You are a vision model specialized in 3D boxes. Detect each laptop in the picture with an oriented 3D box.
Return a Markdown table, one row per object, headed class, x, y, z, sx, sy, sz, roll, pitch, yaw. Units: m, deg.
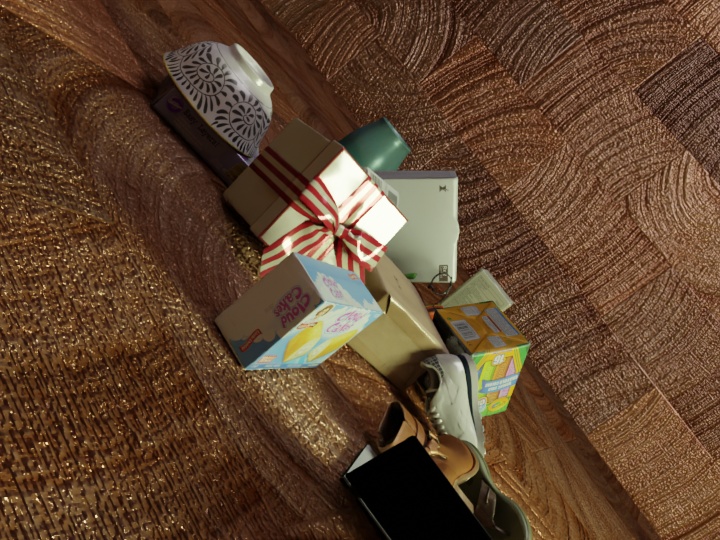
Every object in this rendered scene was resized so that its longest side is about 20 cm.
| class | x | y | z | sx | sy | sz | roll | pitch | yaw |
| --- | --- | --- | --- | --- | --- | --- | --- | --- | --- |
| laptop | 0.082 | 0.256 | 0.829 | 0.188 | 0.116 | 0.200 | 53 | 11 | 5 |

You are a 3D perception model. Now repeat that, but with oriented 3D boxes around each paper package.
| class | x | y | z | sx | sy | sz | roll | pitch | yaw |
| --- | --- | --- | --- | --- | --- | --- | --- | --- | --- |
| paper package | 0.032 | 0.060 | 1.271 | 0.191 | 0.103 | 0.200 | 44 | 13 | -35 |

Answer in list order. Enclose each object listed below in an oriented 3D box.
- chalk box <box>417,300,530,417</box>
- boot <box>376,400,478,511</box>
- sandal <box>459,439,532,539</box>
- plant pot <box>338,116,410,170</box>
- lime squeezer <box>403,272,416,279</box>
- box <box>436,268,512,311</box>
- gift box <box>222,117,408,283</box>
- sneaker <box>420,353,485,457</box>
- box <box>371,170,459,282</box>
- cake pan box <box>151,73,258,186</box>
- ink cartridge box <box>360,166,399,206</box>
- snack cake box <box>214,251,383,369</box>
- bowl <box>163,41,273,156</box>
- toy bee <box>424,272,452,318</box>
| class | x | y | z | sx | sy | sz | roll | pitch | yaw |
| --- | --- | --- | --- | --- | --- | --- | --- | --- | --- |
| chalk box | 0.183 | 0.172 | 1.344 | 0.123 | 0.201 | 0.125 | -7 | 39 | -26 |
| boot | 0.082 | 0.227 | 1.011 | 0.155 | 0.074 | 0.200 | 51 | 11 | -13 |
| sandal | 0.161 | 0.320 | 1.083 | 0.057 | 0.080 | 0.201 | 18 | 25 | -39 |
| plant pot | 0.040 | -0.354 | 2.372 | 0.200 | 0.188 | 0.200 | 48 | 12 | -14 |
| lime squeezer | 0.000 | 0.000 | 1.441 | 0.199 | 0.071 | 0.038 | 25 | 19 | 23 |
| box | 0.201 | 0.093 | 1.587 | 0.095 | 0.200 | 0.078 | 53 | 11 | 10 |
| gift box | -0.066 | -0.069 | 1.103 | 0.184 | 0.200 | 0.187 | 38 | 2 | -37 |
| sneaker | 0.138 | 0.228 | 1.201 | 0.076 | 0.080 | 0.201 | 145 | -60 | -66 |
| box | 0.086 | -0.087 | 1.509 | 0.131 | 0.199 | 0.200 | -72 | 162 | -77 |
| cake pan box | -0.236 | -0.230 | 1.241 | 0.184 | 0.052 | 0.200 | 49 | 11 | -23 |
| ink cartridge box | -0.051 | -0.139 | 1.368 | 0.160 | 0.199 | 0.048 | 23 | 74 | -67 |
| snack cake box | -0.062 | 0.051 | 0.891 | 0.067 | 0.115 | 0.200 | 55 | 12 | 16 |
| bowl | -0.195 | -0.281 | 1.198 | 0.201 | 0.094 | 0.201 | 49 | 11 | -13 |
| toy bee | 0.147 | 0.108 | 1.490 | 0.130 | 0.201 | 0.109 | 18 | 0 | -17 |
